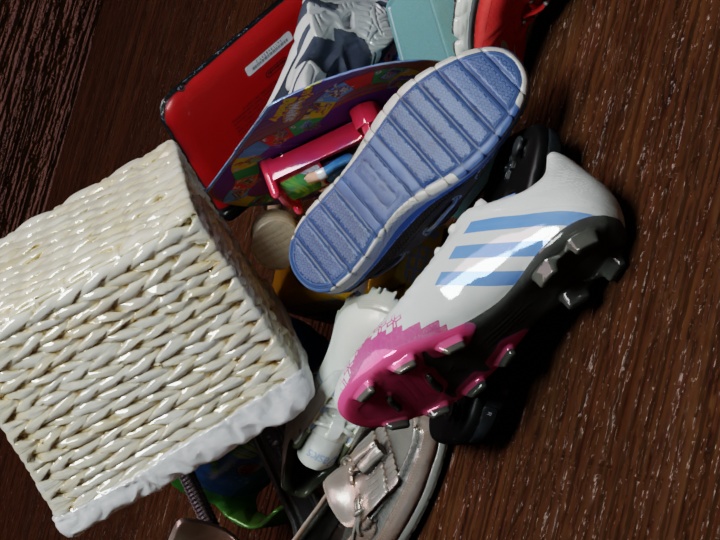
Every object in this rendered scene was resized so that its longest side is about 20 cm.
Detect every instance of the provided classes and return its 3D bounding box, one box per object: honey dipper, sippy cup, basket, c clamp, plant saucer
[{"bbox_3d":[-0.066,-0.037,1.281,0.200,0.038,0.038,-110,40,-79],"label":"honey dipper"},{"bbox_3d":[-0.086,0.100,1.320,0.130,0.178,0.140,-33,12,46],"label":"sippy cup"},{"bbox_3d":[-0.159,0.039,1.158,0.199,0.162,0.198,-29,22,0],"label":"basket"},{"bbox_3d":[-0.107,0.158,1.266,0.170,0.027,0.201,-36,80,30],"label":"c clamp"},{"bbox_3d":[0.056,-0.137,1.204,0.070,0.019,0.201,-53,42,46],"label":"plant saucer"}]

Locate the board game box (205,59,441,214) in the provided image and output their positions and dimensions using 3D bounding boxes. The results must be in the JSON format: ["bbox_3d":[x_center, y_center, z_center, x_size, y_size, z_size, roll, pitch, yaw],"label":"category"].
[{"bbox_3d":[-0.011,-0.075,1.145,0.200,0.157,0.039,-46,60,53],"label":"board game box"}]

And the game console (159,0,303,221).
[{"bbox_3d":[-0.080,-0.140,1.387,0.200,0.173,0.118,-43,37,-18],"label":"game console"}]

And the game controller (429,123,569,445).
[{"bbox_3d":[0.081,0.010,1.039,0.104,0.042,0.202,175,112,-70],"label":"game controller"}]

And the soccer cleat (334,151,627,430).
[{"bbox_3d":[0.063,0.012,0.966,0.199,0.070,0.087,-36,47,13],"label":"soccer cleat"}]

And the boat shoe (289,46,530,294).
[{"bbox_3d":[0.037,-0.065,1.083,0.200,0.072,0.072,-42,71,19],"label":"boat shoe"}]

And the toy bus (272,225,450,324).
[{"bbox_3d":[0.000,0.000,1.215,0.200,0.078,0.066,166,120,-72],"label":"toy bus"}]

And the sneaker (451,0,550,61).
[{"bbox_3d":[0.111,-0.195,1.084,0.077,0.084,0.201,-54,-24,-53],"label":"sneaker"}]

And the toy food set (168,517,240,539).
[{"bbox_3d":[-0.101,0.294,1.202,0.200,0.060,0.144,45,119,44],"label":"toy food set"}]

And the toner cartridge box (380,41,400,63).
[{"bbox_3d":[0.031,-0.155,1.323,0.095,0.043,0.202,-156,83,-72],"label":"toner cartridge box"}]

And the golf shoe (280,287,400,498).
[{"bbox_3d":[-0.004,0.091,1.136,0.200,0.078,0.098,118,177,-54],"label":"golf shoe"}]

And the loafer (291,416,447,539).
[{"bbox_3d":[-0.007,0.167,1.120,0.072,0.062,0.201,-102,34,-55],"label":"loafer"}]

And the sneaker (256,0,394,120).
[{"bbox_3d":[-0.036,-0.131,1.279,0.130,0.079,0.200,-51,25,38],"label":"sneaker"}]
